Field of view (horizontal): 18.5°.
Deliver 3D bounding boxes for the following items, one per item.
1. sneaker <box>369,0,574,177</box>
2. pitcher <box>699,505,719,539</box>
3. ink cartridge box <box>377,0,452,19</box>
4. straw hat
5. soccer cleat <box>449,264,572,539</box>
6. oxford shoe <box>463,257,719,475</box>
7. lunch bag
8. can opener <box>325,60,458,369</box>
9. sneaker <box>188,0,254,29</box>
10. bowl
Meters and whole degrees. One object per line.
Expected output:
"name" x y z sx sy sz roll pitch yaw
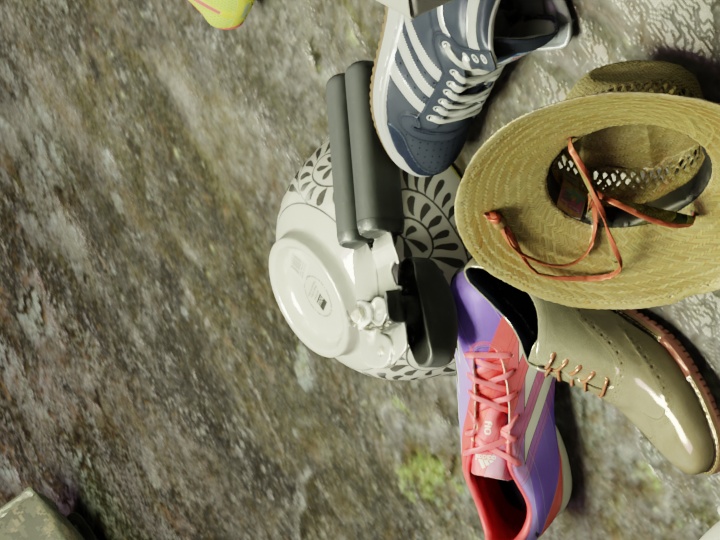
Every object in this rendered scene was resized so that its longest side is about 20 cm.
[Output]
"sneaker" 0.066 -0.121 1.312 0.108 0.070 0.201 41 142 37
"pitcher" 0.240 0.153 1.231 0.201 0.120 0.172 -63 38 44
"ink cartridge box" 0.016 -0.257 1.200 0.200 0.146 0.147 35 140 42
"straw hat" 0.146 -0.067 1.203 0.201 0.200 0.086 112 167 -54
"soccer cleat" 0.091 0.092 1.429 0.068 0.073 0.201 4 122 30
"oxford shoe" 0.140 0.055 1.333 0.200 0.074 0.071 48 148 25
"lunch bag" -0.303 0.328 2.235 0.164 0.117 0.200 55 177 19
"can opener" 0.015 -0.033 1.409 0.053 0.066 0.202 -25 70 55
"sneaker" -0.142 -0.240 1.545 0.200 0.078 0.091 46 150 27
"bowl" 0.000 0.000 1.497 0.200 0.094 0.202 37 142 37
